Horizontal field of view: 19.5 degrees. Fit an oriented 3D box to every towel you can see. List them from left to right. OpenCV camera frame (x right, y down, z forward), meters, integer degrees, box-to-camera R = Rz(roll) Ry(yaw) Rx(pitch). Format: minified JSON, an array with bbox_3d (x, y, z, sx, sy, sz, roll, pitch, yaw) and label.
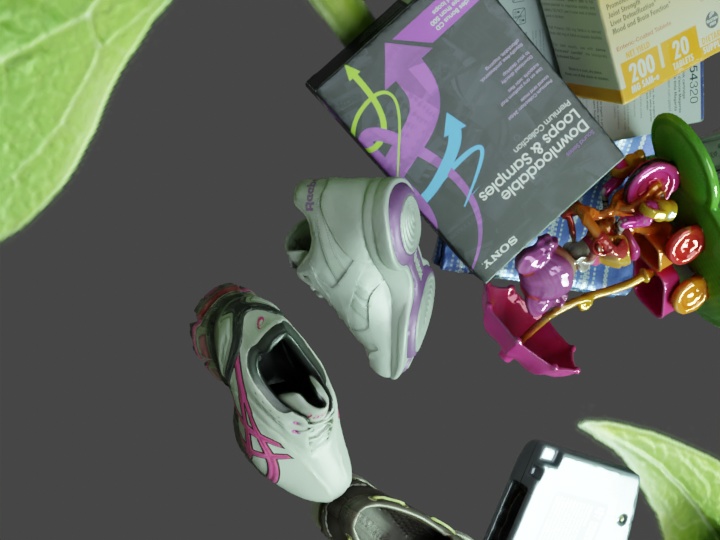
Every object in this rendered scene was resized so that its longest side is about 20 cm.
[{"bbox_3d":[0.154,-0.056,1.644,0.200,0.024,0.145,8,101,-36],"label":"towel"}]

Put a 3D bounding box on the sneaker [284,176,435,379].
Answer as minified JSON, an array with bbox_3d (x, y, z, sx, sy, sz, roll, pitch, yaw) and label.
[{"bbox_3d":[0.000,0.000,1.538,0.200,0.099,0.075,81,23,-46],"label":"sneaker"}]

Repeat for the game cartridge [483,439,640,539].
[{"bbox_3d":[0.155,0.247,1.749,0.133,0.042,0.200,19,95,-42],"label":"game cartridge"}]

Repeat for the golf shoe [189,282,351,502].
[{"bbox_3d":[-0.052,0.103,1.518,0.073,0.092,0.200,-41,127,-17],"label":"golf shoe"}]

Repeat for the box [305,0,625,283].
[{"bbox_3d":[0.078,-0.108,1.515,0.143,0.036,0.200,-43,111,1],"label":"box"}]

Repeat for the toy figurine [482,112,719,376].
[{"bbox_3d":[0.177,0.000,1.581,0.184,0.150,0.200,-27,137,-14],"label":"toy figurine"}]

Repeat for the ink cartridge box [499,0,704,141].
[{"bbox_3d":[0.170,-0.193,1.585,0.200,0.043,0.197,-13,108,-31],"label":"ink cartridge box"}]

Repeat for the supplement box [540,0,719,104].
[{"bbox_3d":[0.192,-0.238,1.520,0.126,0.073,0.200,-29,114,-25],"label":"supplement box"}]

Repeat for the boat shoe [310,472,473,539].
[{"bbox_3d":[0.049,0.226,1.635,0.200,0.060,0.072,38,85,-28],"label":"boat shoe"}]

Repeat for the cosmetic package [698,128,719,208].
[{"bbox_3d":[0.383,-0.099,1.730,0.200,0.087,0.104,-25,96,-26],"label":"cosmetic package"}]
